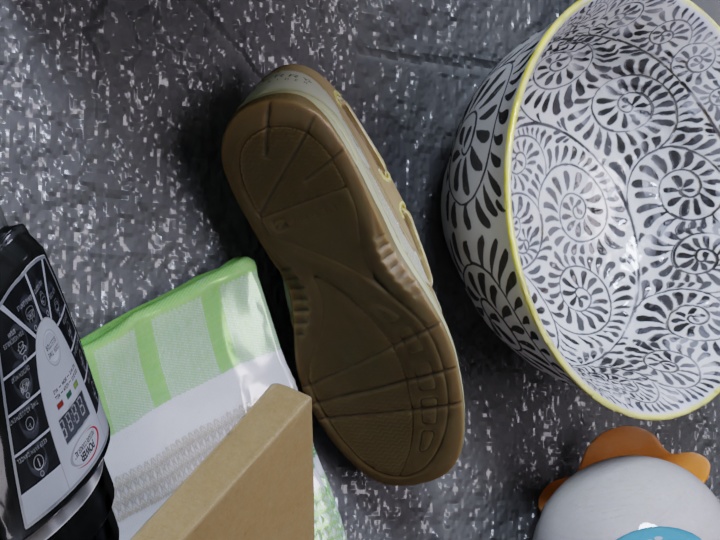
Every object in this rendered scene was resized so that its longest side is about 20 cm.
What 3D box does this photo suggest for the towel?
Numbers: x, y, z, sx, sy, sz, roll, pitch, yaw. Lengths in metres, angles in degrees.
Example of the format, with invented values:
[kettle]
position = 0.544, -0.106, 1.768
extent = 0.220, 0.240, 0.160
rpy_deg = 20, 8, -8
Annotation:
[towel]
position = -0.064, 0.110, 1.240
extent = 0.149, 0.031, 0.200
rpy_deg = -30, 109, -44

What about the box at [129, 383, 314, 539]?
[box]
position = -0.080, 0.159, 1.133
extent = 0.200, 0.021, 0.164
rpy_deg = -46, 151, -36

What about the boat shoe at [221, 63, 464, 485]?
[boat shoe]
position = 0.000, 0.000, 1.284
extent = 0.066, 0.074, 0.200
rpy_deg = -75, 150, -59

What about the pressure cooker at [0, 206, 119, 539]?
[pressure cooker]
position = -0.179, 0.067, 1.025
extent = 0.176, 0.179, 0.200
rpy_deg = -26, 108, -20

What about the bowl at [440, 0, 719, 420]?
[bowl]
position = 0.101, -0.030, 1.373
extent = 0.201, 0.094, 0.201
rpy_deg = 3, 85, -45

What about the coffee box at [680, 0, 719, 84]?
[coffee box]
position = 0.204, -0.183, 1.453
extent = 0.113, 0.080, 0.200
rpy_deg = 50, 33, -30

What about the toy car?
[toy car]
position = 0.108, 0.155, 1.359
extent = 0.200, 0.177, 0.184
rpy_deg = -89, 160, -48
